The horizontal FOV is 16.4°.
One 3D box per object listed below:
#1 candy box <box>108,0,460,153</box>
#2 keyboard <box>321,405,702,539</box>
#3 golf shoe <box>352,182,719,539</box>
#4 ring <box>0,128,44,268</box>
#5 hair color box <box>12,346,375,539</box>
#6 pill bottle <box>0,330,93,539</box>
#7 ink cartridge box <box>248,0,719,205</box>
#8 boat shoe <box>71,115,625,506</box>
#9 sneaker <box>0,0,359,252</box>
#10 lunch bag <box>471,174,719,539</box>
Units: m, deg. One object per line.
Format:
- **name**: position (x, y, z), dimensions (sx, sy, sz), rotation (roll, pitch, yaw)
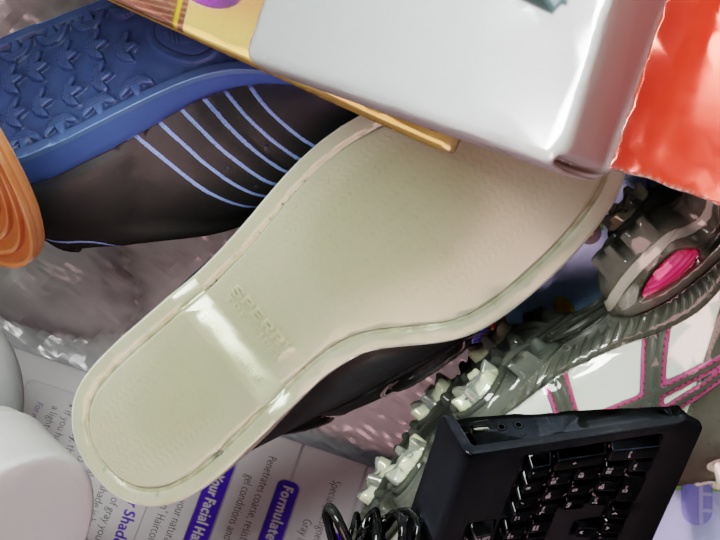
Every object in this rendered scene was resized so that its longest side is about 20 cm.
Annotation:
- **candy box**: position (-0.041, -0.125, 0.693), dimensions (0.200, 0.056, 0.117), rotation (25, 94, -1)
- **keyboard**: position (0.035, 0.110, 0.750), dimensions (0.104, 0.040, 0.200), rotation (-3, 144, -12)
- **golf shoe**: position (0.074, 0.044, 0.747), dimensions (0.088, 0.077, 0.200), rotation (43, 112, -7)
- **ring**: position (-0.169, -0.075, 0.758), dimensions (0.200, 0.019, 0.201), rotation (42, 163, 17)
- **hair color box**: position (-0.071, 0.107, 0.893), dimensions (0.199, 0.109, 0.065), rotation (18, 138, 2)
- **pill bottle**: position (-0.181, 0.036, 0.814), dimensions (0.200, 0.113, 0.113), rotation (38, 137, 28)
- **ink cartridge box**: position (0.082, -0.118, 0.609), dimensions (0.173, 0.044, 0.201), rotation (20, 94, 27)
- **boat shoe**: position (0.001, 0.002, 0.771), dimensions (0.199, 0.066, 0.075), rotation (-41, 86, 19)
- **sneaker**: position (-0.029, -0.057, 0.788), dimensions (0.199, 0.070, 0.078), rotation (-14, 149, 16)
- **lunch bag**: position (0.117, 0.027, 0.808), dimensions (0.150, 0.094, 0.201), rotation (1, 116, 17)
